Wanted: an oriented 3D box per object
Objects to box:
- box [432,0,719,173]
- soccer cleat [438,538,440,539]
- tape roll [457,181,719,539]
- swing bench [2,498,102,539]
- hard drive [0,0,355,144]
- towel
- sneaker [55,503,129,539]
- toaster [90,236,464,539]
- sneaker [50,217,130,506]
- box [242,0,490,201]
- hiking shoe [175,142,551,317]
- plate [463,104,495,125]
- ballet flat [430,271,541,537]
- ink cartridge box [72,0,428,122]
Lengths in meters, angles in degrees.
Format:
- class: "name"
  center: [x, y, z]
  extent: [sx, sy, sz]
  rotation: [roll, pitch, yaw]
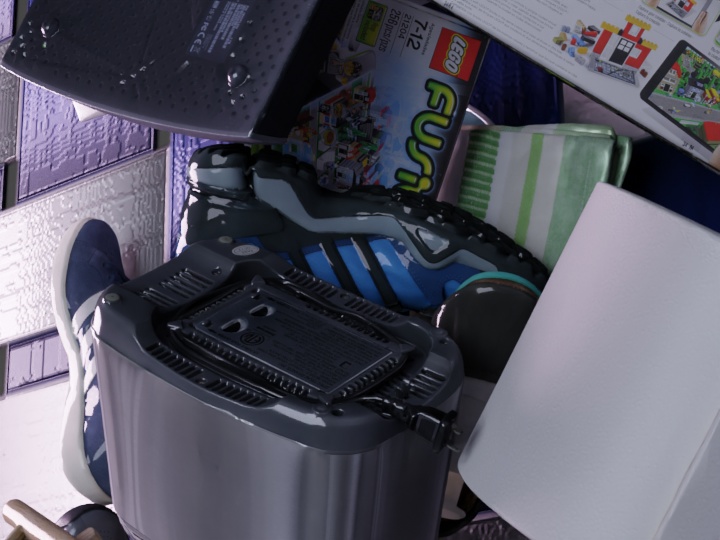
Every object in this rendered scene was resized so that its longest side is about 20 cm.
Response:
- class: "box"
  center: [0.129, -0.143, 0.854]
  extent: [0.199, 0.035, 0.111]
  rotation: [33, 98, 10]
- class: "soccer cleat"
  center: [0.002, 0.158, 0.939]
  extent: [0.084, 0.065, 0.200]
  rotation: [-40, 41, -13]
- class: "tape roll"
  center: [0.159, 0.067, 0.720]
  extent: [0.202, 0.202, 0.140]
  rotation: [31, 96, 43]
- class: "swing bench"
  center: [-0.108, 0.236, 0.884]
  extent: [0.199, 0.200, 0.130]
  rotation: [-2, 38, 41]
- class: "hard drive"
  center: [-0.091, -0.135, 0.893]
  extent: [0.199, 0.042, 0.136]
  rotation: [18, 78, 39]
- class: "towel"
  center: [0.049, -0.009, 0.935]
  extent: [0.199, 0.023, 0.154]
  rotation: [7, 82, 41]
- class: "sneaker"
  center: [-0.160, 0.246, 1.030]
  extent: [0.087, 0.074, 0.202]
  rotation: [11, 93, 54]
- class: "toaster"
  center: [-0.033, 0.080, 0.785]
  extent: [0.199, 0.113, 0.130]
  rotation: [22, 124, 30]
- class: "sneaker"
  center: [-0.145, 0.049, 1.096]
  extent: [0.084, 0.075, 0.201]
  rotation: [-20, 61, 19]
- class: "box"
  center: [-0.013, -0.050, 0.915]
  extent: [0.035, 0.109, 0.202]
  rotation: [-160, 88, -82]
- class: "hiking shoe"
  center: [0.000, 0.000, 0.871]
  extent: [0.198, 0.074, 0.087]
  rotation: [18, 101, 3]
- class: "plate"
  center: [0.022, -0.004, 0.988]
  extent: [0.199, 0.025, 0.202]
  rotation: [-14, 67, 38]
- class: "ballet flat"
  center: [0.057, 0.078, 0.839]
  extent: [0.067, 0.200, 0.069]
  rotation: [13, 59, 3]
- class: "ink cartridge box"
  center: [-0.085, -0.196, 1.034]
  extent: [0.199, 0.144, 0.148]
  rotation: [-12, 101, 39]
